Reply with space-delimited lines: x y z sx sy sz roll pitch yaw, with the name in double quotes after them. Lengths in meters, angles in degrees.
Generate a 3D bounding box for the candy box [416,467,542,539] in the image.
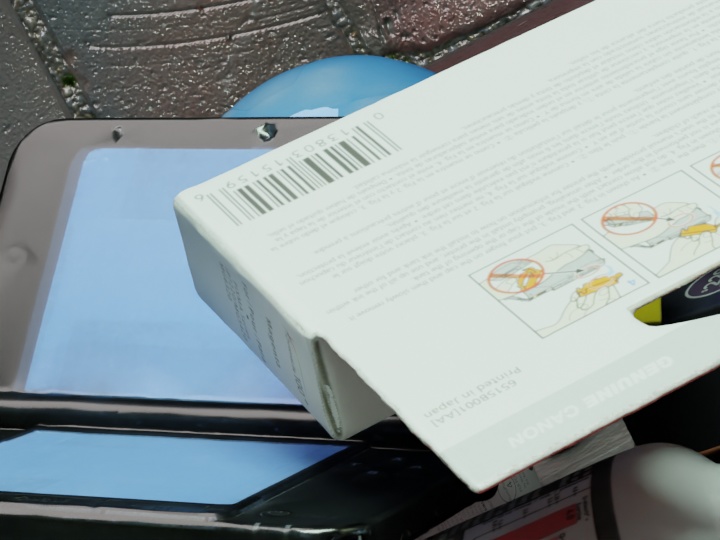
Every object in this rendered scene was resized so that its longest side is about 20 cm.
-0.042 0.132 1.051 0.167 0.072 0.200 -19 13 40 "candy box"

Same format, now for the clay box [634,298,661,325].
0.000 0.000 0.893 0.198 0.048 0.115 0 -1 -10 "clay box"

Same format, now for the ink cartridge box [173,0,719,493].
0.072 -0.010 0.686 0.199 0.044 0.174 -26 39 -18 "ink cartridge box"

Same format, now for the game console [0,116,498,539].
-0.060 0.016 0.749 0.199 0.117 0.176 1 7 23 "game console"

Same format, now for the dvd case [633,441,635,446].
0.183 0.050 1.008 0.148 0.016 0.200 -26 10 10 "dvd case"

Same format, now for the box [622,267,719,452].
0.195 0.002 0.957 0.141 0.079 0.200 -24 11 34 "box"

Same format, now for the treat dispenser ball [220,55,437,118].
-0.001 -0.015 1.313 0.200 0.202 0.201 -27 10 5 "treat dispenser ball"

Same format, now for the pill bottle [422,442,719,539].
0.065 0.118 0.686 0.199 0.116 0.116 -26 10 16 "pill bottle"

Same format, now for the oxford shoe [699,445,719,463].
0.091 0.106 0.822 0.199 0.072 0.071 -33 13 -13 "oxford shoe"
